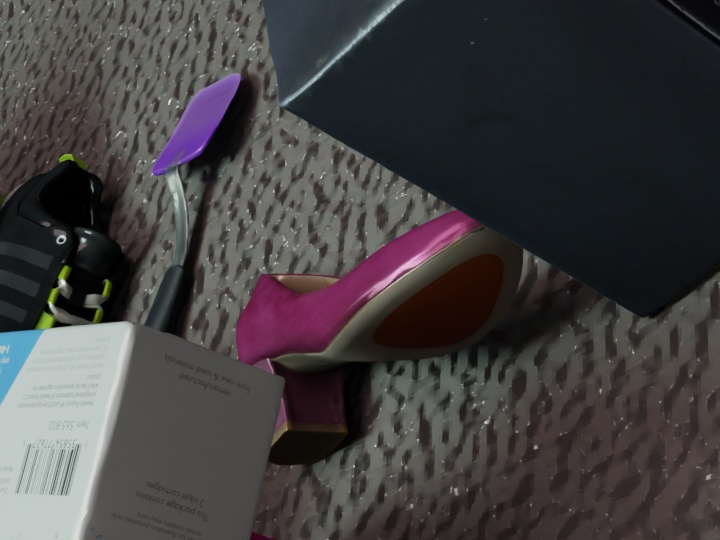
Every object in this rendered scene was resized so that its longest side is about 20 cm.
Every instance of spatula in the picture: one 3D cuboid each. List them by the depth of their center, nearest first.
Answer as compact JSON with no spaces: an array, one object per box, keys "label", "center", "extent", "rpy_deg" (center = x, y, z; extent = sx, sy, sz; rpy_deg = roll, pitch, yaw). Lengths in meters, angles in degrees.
[{"label":"spatula","center":[-0.097,-0.017,0.995],"extent":[0.056,0.020,0.201],"rpy_deg":[-21,53,49]}]

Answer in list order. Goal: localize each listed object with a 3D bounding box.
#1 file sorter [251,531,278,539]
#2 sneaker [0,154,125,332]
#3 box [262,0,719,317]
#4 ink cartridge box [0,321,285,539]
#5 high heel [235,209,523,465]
[{"label":"file sorter","center":[-0.047,0.181,0.705],"extent":[0.200,0.139,0.126],"rpy_deg":[31,93,54]},{"label":"sneaker","center":[-0.166,0.011,1.020],"extent":[0.083,0.072,0.201],"rpy_deg":[-40,41,25]},{"label":"box","center":[0.064,-0.120,0.718],"extent":[0.117,0.196,0.201],"rpy_deg":[-39,41,28]},{"label":"ink cartridge box","center":[-0.103,0.124,0.635],"extent":[0.115,0.068,0.201],"rpy_deg":[-6,66,51]},{"label":"high heel","center":[0.000,0.000,0.801],"extent":[0.200,0.067,0.097],"rpy_deg":[-42,48,45]}]
